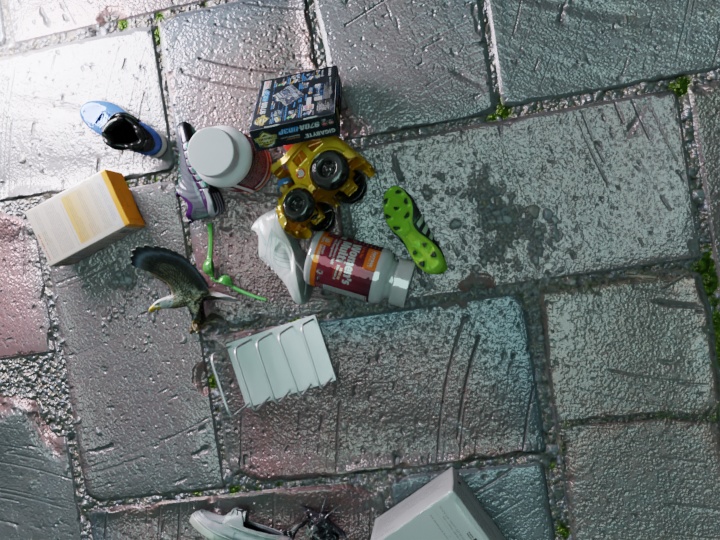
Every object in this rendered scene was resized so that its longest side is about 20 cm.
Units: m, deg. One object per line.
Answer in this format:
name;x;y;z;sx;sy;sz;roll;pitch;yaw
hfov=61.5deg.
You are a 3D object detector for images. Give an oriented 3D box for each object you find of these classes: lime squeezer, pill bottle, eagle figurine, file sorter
lime squeezer;-0.278;0.003;1.246;0.071;0.038;0.200;-36;86;-24
pill bottle;-0.246;-0.209;1.144;0.112;0.200;0.114;0;92;7
eagle figurine;-0.356;0.030;1.187;0.151;0.151;0.201;-23;94;27
pill bottle;0.000;0.000;1.165;0.199;0.110;0.110;16;94;7
file sorter;-0.169;0.188;1.187;0.199;0.125;0.139;-18;90;7

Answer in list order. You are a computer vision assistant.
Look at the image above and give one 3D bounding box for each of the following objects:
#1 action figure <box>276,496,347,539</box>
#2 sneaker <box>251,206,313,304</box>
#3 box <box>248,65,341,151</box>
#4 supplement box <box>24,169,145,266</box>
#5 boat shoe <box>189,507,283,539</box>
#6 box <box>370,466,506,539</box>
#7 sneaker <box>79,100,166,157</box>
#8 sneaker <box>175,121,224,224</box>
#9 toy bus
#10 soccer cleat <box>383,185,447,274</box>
action figure;-0.103;0.558;1.204;0.118;0.102;0.201;23;96;18
sneaker;-0.154;-0.024;1.213;0.080;0.070;0.201;-21;86;23
box;-0.117;-0.308;1.135;0.158;0.200;0.046;-10;132;8
supplement box;-0.568;-0.106;1.255;0.199;0.074;0.126;-25;89;8
boat shoe;-0.248;0.527;1.244;0.200;0.070;0.072;23;84;3
box;0.155;0.526;1.152;0.200;0.131;0.199;-37;87;7
sneaker;-0.499;-0.295;1.220;0.199;0.111;0.077;31;96;6
sneaker;-0.351;-0.196;1.225;0.087;0.074;0.201;-19;90;13
toy bus;-0.105;-0.188;1.170;0.200;0.136;0.192;-45;73;9
soccer cleat;0.104;-0.074;1.173;0.067;0.081;0.200;-34;66;16
